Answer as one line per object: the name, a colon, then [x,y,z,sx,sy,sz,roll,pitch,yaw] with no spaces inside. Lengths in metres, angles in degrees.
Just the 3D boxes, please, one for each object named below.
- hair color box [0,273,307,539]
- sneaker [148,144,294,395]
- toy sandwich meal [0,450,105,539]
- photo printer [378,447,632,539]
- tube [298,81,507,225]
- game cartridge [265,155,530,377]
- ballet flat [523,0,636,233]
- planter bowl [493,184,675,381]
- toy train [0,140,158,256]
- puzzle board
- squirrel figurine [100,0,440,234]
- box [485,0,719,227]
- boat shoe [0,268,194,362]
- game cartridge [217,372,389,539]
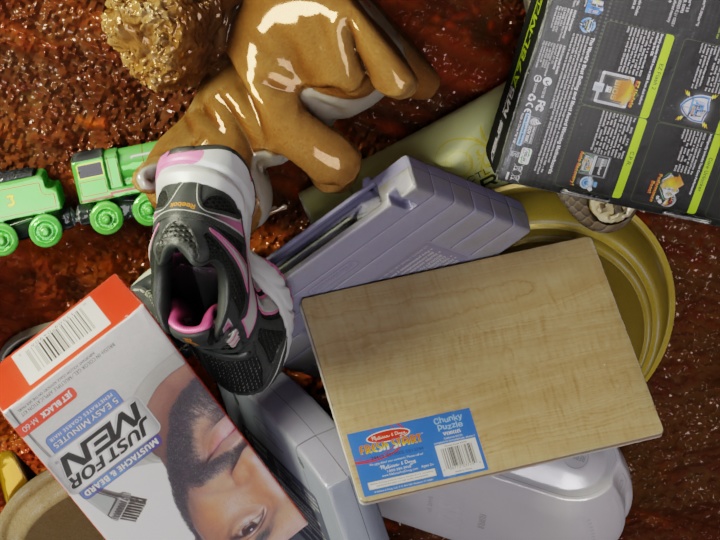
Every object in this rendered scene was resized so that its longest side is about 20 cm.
hair color box: [-0.135,0.115,1.551,0.111,0.064,0.200,-38,120,-5]
sneaker: [-0.097,0.018,1.507,0.080,0.086,0.200,0,139,17]
toy sandwich meal: [-0.162,0.143,1.666,0.205,0.070,0.205,-13,148,-8]
photo printer: [0.083,0.135,1.640,0.200,0.070,0.166,18,157,7]
tube: [0.057,-0.072,1.622,0.200,0.052,0.058,-25,156,-1]
game cartridge: [0.000,0.000,1.604,0.200,0.038,0.130,-35,151,28]
ballet flat: [0.149,-0.115,1.596,0.067,0.046,0.200,-20,111,-21]
planter bowl: [0.123,0.047,1.662,0.200,0.084,0.201,-2,115,-5]
toy train: [-0.161,-0.055,1.615,0.199,0.042,0.057,-12,103,-1]
puzzle board: [0.076,0.064,1.566,0.199,0.151,0.017,-12,151,-9]
squirrel figurine: [-0.077,-0.121,1.543,0.187,0.142,0.200,-40,95,10]
box: [0.198,-0.134,1.549,0.193,0.048,0.200,10,113,-13]
boat shoe: [-0.150,0.049,1.650,0.200,0.068,0.072,-25,113,5]
game cartridge: [-0.034,0.139,1.632,0.041,0.200,0.133,-21,116,-17]
